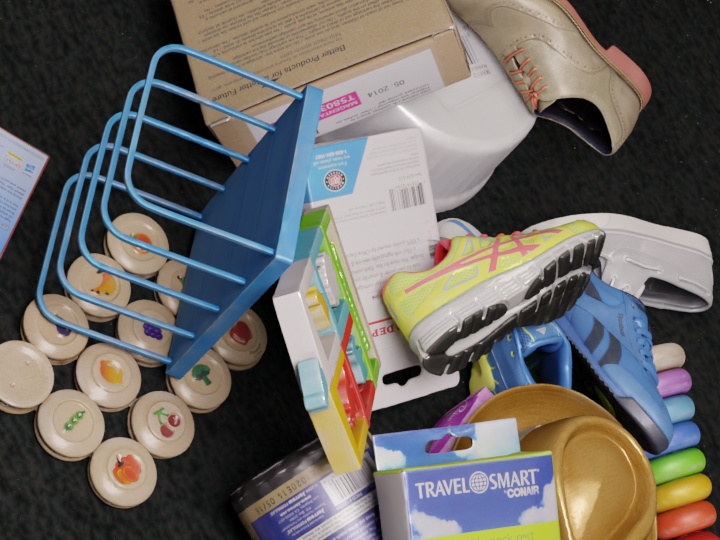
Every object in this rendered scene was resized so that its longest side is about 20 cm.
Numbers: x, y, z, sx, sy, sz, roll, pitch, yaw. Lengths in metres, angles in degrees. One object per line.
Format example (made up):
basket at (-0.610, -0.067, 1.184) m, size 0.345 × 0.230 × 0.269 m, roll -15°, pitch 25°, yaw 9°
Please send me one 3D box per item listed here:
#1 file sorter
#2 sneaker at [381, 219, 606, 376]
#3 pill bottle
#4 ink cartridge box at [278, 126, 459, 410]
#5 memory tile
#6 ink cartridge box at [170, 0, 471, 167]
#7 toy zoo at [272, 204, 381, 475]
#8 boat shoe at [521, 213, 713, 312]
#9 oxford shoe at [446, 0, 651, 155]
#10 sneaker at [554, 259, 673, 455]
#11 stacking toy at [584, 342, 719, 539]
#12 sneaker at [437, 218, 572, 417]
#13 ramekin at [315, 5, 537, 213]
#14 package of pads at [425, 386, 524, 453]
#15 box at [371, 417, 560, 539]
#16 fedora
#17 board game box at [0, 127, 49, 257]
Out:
file sorter at (-0.128, -0.041, 1.308) m, size 0.122 × 0.200 × 0.139 m, roll 20°, pitch 57°, yaw -19°
sneaker at (0.100, -0.001, 1.427) m, size 0.199 × 0.078 × 0.090 m, roll -24°, pitch 53°, yaw -34°
pill bottle at (0.004, 0.213, 1.338) m, size 0.112 × 0.112 × 0.201 m, roll -27°, pitch 83°, yaw -38°
ink cartridge box at (0.000, 0.000, 1.446) m, size 0.115 × 0.067 × 0.201 m, roll -13°, pitch 97°, yaw -36°
memory tile at (-0.166, 0.060, 1.370) m, size 0.153 × 0.017 × 0.200 m, roll 43°, pitch 52°, yaw -6°
ink cartridge box at (-0.035, -0.191, 1.455) m, size 0.199 × 0.075 × 0.165 m, roll -20°, pitch 61°, yaw 5°
toy zoo at (-0.022, 0.049, 1.288) m, size 0.200 × 0.020 × 0.132 m, roll -76°, pitch 150°, yaw -67°
boat shoe at (0.218, 0.001, 1.611) m, size 0.199 × 0.072 × 0.069 m, roll 11°, pitch 61°, yaw -38°
oxford shoe at (0.144, -0.169, 1.519) m, size 0.199 × 0.070 × 0.075 m, roll 33°, pitch 59°, yaw -12°
sneaker at (0.202, 0.057, 1.489) m, size 0.078 × 0.066 × 0.200 m, roll -28°, pitch 45°, yaw -4°
stacking toy at (0.250, 0.164, 1.539) m, size 0.085 × 0.085 × 0.201 m, roll -10°, pitch 76°, yaw -35°
sneaker at (0.118, 0.038, 1.499) m, size 0.075 × 0.105 × 0.201 m, roll -12°, pitch 74°, yaw -32°
ramekin at (0.053, -0.157, 1.561) m, size 0.200 × 0.098 × 0.201 m, roll 14°, pitch 60°, yaw -26°
package of pads at (0.120, 0.199, 1.440) m, size 0.200 × 0.076 × 0.121 m, roll 44°, pitch 52°, yaw -6°
box at (0.077, 0.204, 1.279) m, size 0.121 × 0.048 × 0.201 m, roll -4°, pitch 86°, yaw -28°
fedora at (0.154, 0.169, 1.374) m, size 0.200 × 0.082 × 0.202 m, roll 11°, pitch 65°, yaw -24°
board game box at (-0.326, -0.090, 1.343) m, size 0.199 × 0.019 × 0.103 m, roll 31°, pitch 53°, yaw -15°
